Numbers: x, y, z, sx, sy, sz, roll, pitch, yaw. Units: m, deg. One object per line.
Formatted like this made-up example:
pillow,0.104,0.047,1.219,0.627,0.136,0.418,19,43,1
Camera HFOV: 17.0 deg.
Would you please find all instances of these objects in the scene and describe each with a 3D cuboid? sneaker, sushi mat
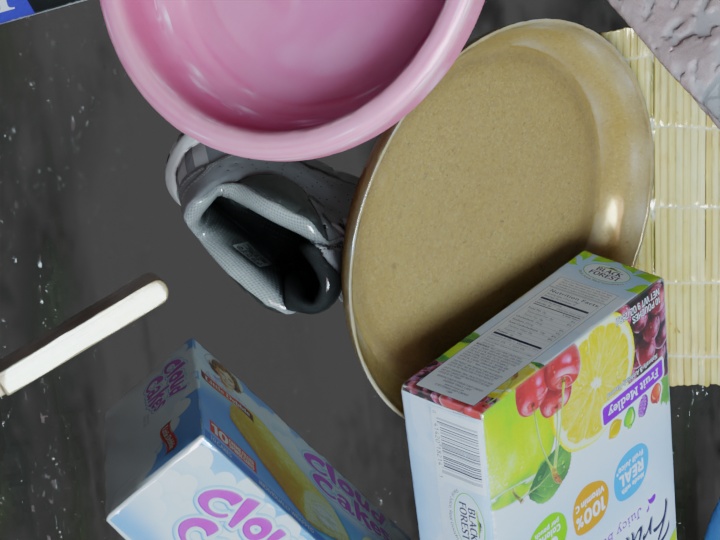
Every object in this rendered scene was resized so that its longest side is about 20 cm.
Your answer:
sneaker,0.000,0.000,1.145,0.200,0.116,0.075,20,111,-12
sushi mat,0.147,-0.029,1.200,0.096,0.012,0.200,-4,114,-1

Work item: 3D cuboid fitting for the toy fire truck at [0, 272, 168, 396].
toy fire truck,-0.201,0.019,1.104,0.200,0.176,0.129,16,111,-12

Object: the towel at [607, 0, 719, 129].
towel,0.203,-0.158,1.059,0.200,0.191,0.032,-44,138,14

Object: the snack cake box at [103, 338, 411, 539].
snack cake box,-0.037,0.139,1.205,0.067,0.115,0.200,-41,111,13

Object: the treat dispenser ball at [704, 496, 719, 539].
treat dispenser ball,0.268,0.158,1.190,0.201,0.201,0.201,-2,114,-4

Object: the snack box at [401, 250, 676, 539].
snack box,0.091,0.111,1.146,0.142,0.053,0.200,-33,129,-38

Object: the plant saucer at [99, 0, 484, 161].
plant saucer,-0.024,-0.147,1.066,0.200,0.051,0.201,-1,87,30

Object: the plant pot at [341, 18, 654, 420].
plant pot,0.061,-0.022,1.124,0.200,0.027,0.200,-19,119,-38

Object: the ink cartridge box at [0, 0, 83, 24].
ink cartridge box,-0.147,-0.163,1.056,0.200,0.044,0.094,-12,119,28
